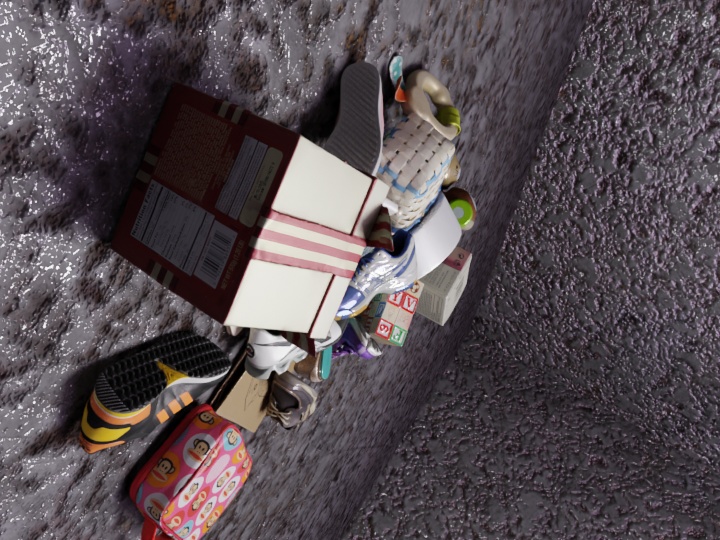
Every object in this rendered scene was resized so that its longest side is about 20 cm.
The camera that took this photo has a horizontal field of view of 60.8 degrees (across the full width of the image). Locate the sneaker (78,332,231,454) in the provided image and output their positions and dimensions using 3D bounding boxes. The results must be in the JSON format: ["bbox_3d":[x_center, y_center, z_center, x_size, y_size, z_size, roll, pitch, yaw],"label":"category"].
[{"bbox_3d":[-0.226,0.134,0.678,0.091,0.070,0.199,-53,167,20],"label":"sneaker"}]

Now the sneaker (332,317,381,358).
[{"bbox_3d":[-0.034,0.128,1.055,0.084,0.081,0.199,-48,-159,-18],"label":"sneaker"}]

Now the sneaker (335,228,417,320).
[{"bbox_3d":[0.000,0.000,0.876,0.197,0.075,0.090,-26,129,-34],"label":"sneaker"}]

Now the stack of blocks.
[{"bbox_3d":[0.029,0.068,1.126,0.199,0.058,0.118,-8,-120,66],"label":"stack of blocks"}]

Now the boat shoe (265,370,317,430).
[{"bbox_3d":[-0.116,0.224,1.020,0.074,0.073,0.201,-55,162,-22],"label":"boat shoe"}]

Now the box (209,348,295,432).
[{"bbox_3d":[-0.157,0.169,0.974,0.166,0.021,0.201,-58,164,-16],"label":"box"}]

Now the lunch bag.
[{"bbox_3d":[-0.233,0.298,0.844,0.177,0.081,0.202,-52,160,-30],"label":"lunch bag"}]

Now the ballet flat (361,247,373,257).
[{"bbox_3d":[-0.039,-0.016,0.803,0.199,0.075,0.074,-33,-171,47],"label":"ballet flat"}]

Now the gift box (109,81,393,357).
[{"bbox_3d":[-0.085,-0.035,0.572,0.188,0.198,0.186,-61,153,7],"label":"gift box"}]

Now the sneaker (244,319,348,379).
[{"bbox_3d":[-0.083,0.072,0.885,0.199,0.073,0.091,-32,136,-46],"label":"sneaker"}]

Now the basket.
[{"bbox_3d":[0.054,-0.138,0.974,0.177,0.138,0.201,-51,174,-35],"label":"basket"}]

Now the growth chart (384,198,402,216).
[{"bbox_3d":[-0.028,-0.039,0.881,0.142,0.018,0.201,8,129,-45],"label":"growth chart"}]

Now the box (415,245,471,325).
[{"bbox_3d":[0.104,-0.005,1.193,0.110,0.197,0.129,-54,161,-22],"label":"box"}]

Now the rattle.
[{"bbox_3d":[0.067,-0.260,1.010,0.198,0.140,0.134,-9,93,-51],"label":"rattle"}]

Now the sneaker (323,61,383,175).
[{"bbox_3d":[-0.006,-0.158,0.802,0.105,0.073,0.206,87,10,-66],"label":"sneaker"}]

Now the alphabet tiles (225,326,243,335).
[{"bbox_3d":[-0.122,-0.006,0.844,0.201,0.014,0.198,-53,159,-31],"label":"alphabet tiles"}]

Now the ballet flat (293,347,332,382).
[{"bbox_3d":[-0.072,0.076,1.004,0.068,0.065,0.205,51,47,-63],"label":"ballet flat"}]

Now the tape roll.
[{"bbox_3d":[0.069,-0.053,1.040,0.072,0.200,0.203,55,52,-21],"label":"tape roll"}]

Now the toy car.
[{"bbox_3d":[0.177,-0.194,1.254,0.164,0.153,0.206,-4,109,-84],"label":"toy car"}]
